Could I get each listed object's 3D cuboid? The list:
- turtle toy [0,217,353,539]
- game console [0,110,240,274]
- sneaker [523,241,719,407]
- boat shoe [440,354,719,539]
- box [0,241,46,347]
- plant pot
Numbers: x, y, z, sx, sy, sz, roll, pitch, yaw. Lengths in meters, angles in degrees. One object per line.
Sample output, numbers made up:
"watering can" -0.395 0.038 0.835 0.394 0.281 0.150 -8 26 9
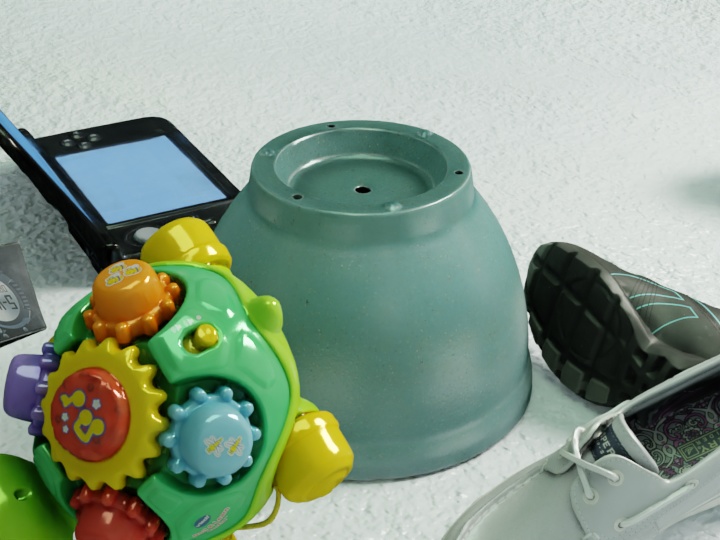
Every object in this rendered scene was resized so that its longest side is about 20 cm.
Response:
"turtle toy" -0.108 0.076 0.662 0.146 0.200 0.101 55 21 18
"game console" -0.178 -0.091 0.988 0.175 0.117 0.200 -14 33 -24
"sneaker" 0.169 0.048 0.814 0.079 0.076 0.200 -10 39 -37
"boat shoe" 0.121 0.093 0.678 0.199 0.069 0.072 -22 49 -6
"box" -0.259 0.043 0.718 0.159 0.044 0.200 -19 0 -31
"plant pot" 0.000 0.000 0.815 0.198 0.135 0.201 1 29 -1
